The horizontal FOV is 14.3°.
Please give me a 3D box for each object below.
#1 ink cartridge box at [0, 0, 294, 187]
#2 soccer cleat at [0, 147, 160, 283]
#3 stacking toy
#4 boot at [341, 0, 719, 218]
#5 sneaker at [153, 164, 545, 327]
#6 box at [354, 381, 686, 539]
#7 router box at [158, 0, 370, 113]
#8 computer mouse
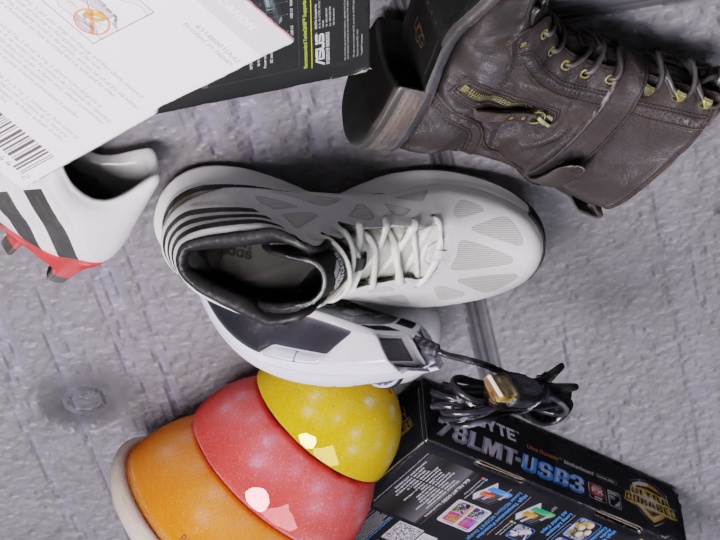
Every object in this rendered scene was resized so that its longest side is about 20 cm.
[{"bbox_3d":[-0.150,-0.133,1.177,0.176,0.045,0.200,-24,129,37],"label":"ink cartridge box"},{"bbox_3d":[-0.186,-0.060,1.380,0.200,0.069,0.085,26,121,-35],"label":"soccer cleat"},{"bbox_3d":[-0.024,0.090,1.540,0.146,0.146,0.200,31,111,-35],"label":"stacking toy"},{"bbox_3d":[0.101,-0.106,1.366,0.174,0.069,0.200,11,141,-26],"label":"boot"},{"bbox_3d":[0.000,0.000,1.414,0.200,0.115,0.076,3,111,-8],"label":"sneaker"},{"bbox_3d":[0.053,0.166,1.673,0.198,0.050,0.200,23,131,-30],"label":"box"},{"bbox_3d":[-0.075,-0.159,1.254,0.149,0.062,0.200,-13,141,-10],"label":"router box"},{"bbox_3d":[0.003,0.045,1.456,0.199,0.110,0.044,18,101,25],"label":"computer mouse"}]
